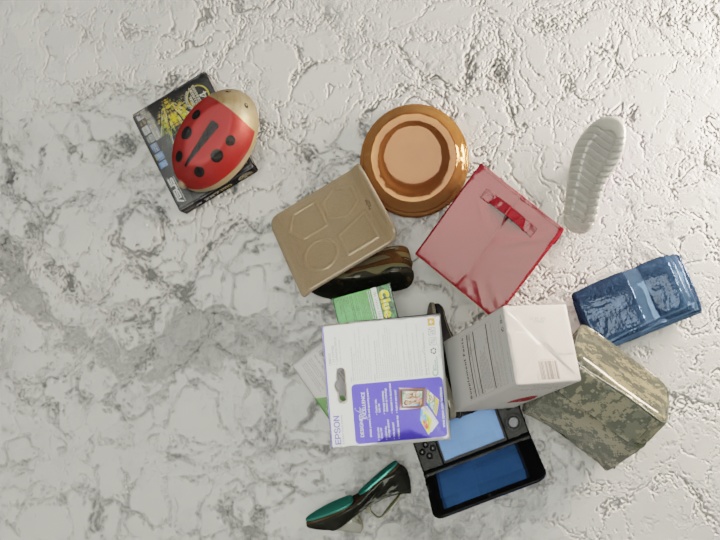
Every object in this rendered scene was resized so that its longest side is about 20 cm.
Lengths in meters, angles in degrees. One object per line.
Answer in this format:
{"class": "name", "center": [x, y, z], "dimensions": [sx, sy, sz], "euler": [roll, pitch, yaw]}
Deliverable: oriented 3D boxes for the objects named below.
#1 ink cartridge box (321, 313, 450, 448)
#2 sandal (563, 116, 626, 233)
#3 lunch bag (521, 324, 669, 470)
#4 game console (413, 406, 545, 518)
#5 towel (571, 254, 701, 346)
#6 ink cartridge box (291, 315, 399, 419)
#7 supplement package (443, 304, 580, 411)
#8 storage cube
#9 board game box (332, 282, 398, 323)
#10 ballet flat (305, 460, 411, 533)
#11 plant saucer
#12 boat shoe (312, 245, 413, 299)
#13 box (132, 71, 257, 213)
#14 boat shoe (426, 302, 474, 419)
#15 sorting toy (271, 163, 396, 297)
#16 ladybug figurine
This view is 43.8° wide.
{"class": "ink cartridge box", "center": [0.041, 0.178, 1.446], "dimensions": [0.195, 0.043, 0.203], "euler": [-5, 85, 1]}
{"class": "sandal", "center": [0.398, -0.166, 1.541], "dimensions": [0.081, 0.050, 0.207], "euler": [24, 101, 23]}
{"class": "lunch bag", "center": [0.376, 0.215, 1.456], "dimensions": [0.198, 0.140, 0.169], "euler": [34, 119, 2]}
{"class": "game console", "center": [0.186, 0.289, 1.488], "dimensions": [0.196, 0.118, 0.174], "euler": [-21, 83, 4]}
{"class": "towel", "center": [0.463, 0.054, 1.511], "dimensions": [0.196, 0.049, 0.114], "euler": [-22, 82, 5]}
{"class": "ink cartridge box", "center": [0.004, 0.159, 1.538], "dimensions": [0.199, 0.084, 0.147], "euler": [-37, 83, 1]}
{"class": "supplement package", "center": [0.233, 0.141, 1.404], "dimensions": [0.119, 0.200, 0.123], "euler": [-1, 71, -22]}
{"class": "storage cube", "center": [0.215, -0.046, 1.479], "dimensions": [0.170, 0.200, 0.181], "euler": [38, 97, 8]}
{"class": "board game box", "center": [0.025, 0.132, 1.484], "dimensions": [0.102, 0.023, 0.205], "euler": [-14, 84, 6]}
{"class": "ballet flat", "center": [0.002, 0.405, 1.528], "dimensions": [0.198, 0.068, 0.069], "euler": [-32, 91, 4]}
{"class": "plant saucer", "center": [0.094, -0.197, 1.584], "dimensions": [0.195, 0.037, 0.205], "euler": [-1, 84, 7]}
{"class": "boat shoe", "center": [0.000, 0.000, 1.566], "dimensions": [0.195, 0.076, 0.075], "euler": [-6, 56, 15]}
{"class": "box", "center": [-0.300, -0.232, 1.629], "dimensions": [0.159, 0.049, 0.203], "euler": [-28, 84, 5]}
{"class": "boat shoe", "center": [0.156, 0.151, 1.527], "dimensions": [0.061, 0.073, 0.204], "euler": [-7, 71, -10]}
{"class": "sorting toy", "center": [-0.048, -0.069, 1.561], "dimensions": [0.198, 0.037, 0.187], "euler": [-33, 53, 6]}
{"class": "ladybug figurine", "center": [-0.259, -0.229, 1.564], "dimensions": [0.134, 0.072, 0.202], "euler": [32, 89, 6]}
